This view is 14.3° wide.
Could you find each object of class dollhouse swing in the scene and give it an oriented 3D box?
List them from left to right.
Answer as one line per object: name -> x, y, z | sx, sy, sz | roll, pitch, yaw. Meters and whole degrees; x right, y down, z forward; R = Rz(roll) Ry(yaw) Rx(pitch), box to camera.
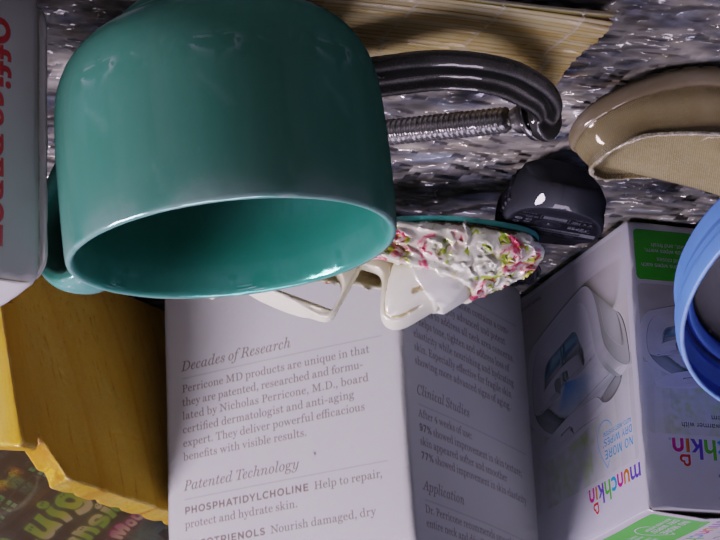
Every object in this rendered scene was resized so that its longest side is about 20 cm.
dollhouse swing -> -0.217, 0.082, 1.706 | 0.175, 0.182, 0.200 | -24, 153, 25

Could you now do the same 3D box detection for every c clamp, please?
c clamp -> 0.021, -0.080, 1.435 | 0.199, 0.027, 0.171 | -6, 162, 38

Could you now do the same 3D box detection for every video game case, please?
video game case -> -0.150, 0.143, 1.772 | 0.181, 0.200, 0.023 | 24, 127, 17

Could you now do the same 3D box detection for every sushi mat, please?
sushi mat -> 0.015, -0.114, 1.374 | 0.199, 0.012, 0.096 | 5, 161, -18

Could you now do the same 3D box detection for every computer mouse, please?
computer mouse -> 0.098, -0.028, 1.617 | 0.058, 0.034, 0.200 | 10, 166, -7

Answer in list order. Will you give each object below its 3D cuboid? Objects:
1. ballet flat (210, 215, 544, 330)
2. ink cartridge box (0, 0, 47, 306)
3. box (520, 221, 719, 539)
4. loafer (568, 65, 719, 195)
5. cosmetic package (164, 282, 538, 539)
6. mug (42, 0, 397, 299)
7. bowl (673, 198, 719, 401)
ballet flat -> 0.000, 0.000, 1.578 | 0.199, 0.064, 0.076 | 7, 160, 5
ink cartridge box -> -0.249, -0.063, 1.293 | 0.199, 0.146, 0.083 | 10, 159, -30
box -> 0.164, 0.088, 1.725 | 0.096, 0.177, 0.200 | 5, 160, -21
loafer -> 0.206, -0.062, 1.460 | 0.199, 0.068, 0.076 | -4, 161, 5
cosmetic package -> -0.004, 0.099, 1.698 | 0.166, 0.201, 0.167 | -14, 157, 27
mug -> -0.079, -0.061, 1.312 | 0.184, 0.115, 0.152 | -9, 164, 9
bowl -> 0.267, 0.002, 1.582 | 0.200, 0.039, 0.201 | -9, 137, -9
